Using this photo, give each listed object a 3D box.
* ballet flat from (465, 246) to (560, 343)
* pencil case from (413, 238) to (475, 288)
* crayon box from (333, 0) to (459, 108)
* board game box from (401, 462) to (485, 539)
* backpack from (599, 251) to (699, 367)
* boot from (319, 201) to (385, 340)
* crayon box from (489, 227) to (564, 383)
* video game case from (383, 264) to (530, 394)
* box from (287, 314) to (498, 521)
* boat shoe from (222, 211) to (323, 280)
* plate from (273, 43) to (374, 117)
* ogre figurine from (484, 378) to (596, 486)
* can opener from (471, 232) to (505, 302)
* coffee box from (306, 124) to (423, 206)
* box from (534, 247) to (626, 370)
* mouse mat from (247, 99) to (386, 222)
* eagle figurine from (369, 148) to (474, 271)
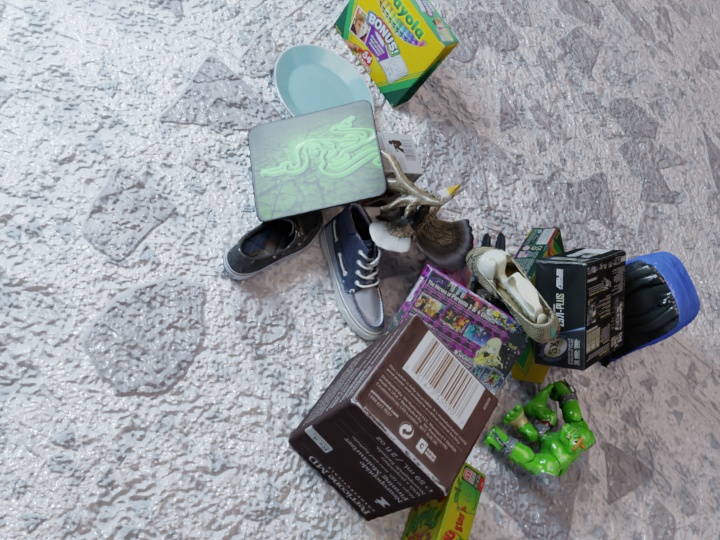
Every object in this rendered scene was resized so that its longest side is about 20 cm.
[{"bbox_3d":[0.227,0.019,1.093,0.067,0.076,0.201,-33,58,-6],"label":"ballet flat"},{"bbox_3d":[0.133,0.028,1.195,0.087,0.087,0.202,35,53,-11],"label":"pencil case"},{"bbox_3d":[0.061,-0.435,1.338,0.058,0.172,0.201,-32,84,-39],"label":"crayon box"},{"bbox_3d":[0.098,0.364,0.980,0.047,0.102,0.202,33,52,-10],"label":"board game box"},{"bbox_3d":[0.516,0.053,1.350,0.166,0.200,0.164,-20,76,-38],"label":"backpack"},{"bbox_3d":[0.000,0.000,1.119,0.072,0.090,0.203,-14,73,-36],"label":"boot"},{"bbox_3d":[0.300,0.056,1.241,0.201,0.058,0.174,-51,129,-39],"label":"crayon box"},{"bbox_3d":[0.135,0.119,1.105,0.198,0.183,0.036,30,8,-15],"label":"video game case"},{"bbox_3d":[0.041,0.199,0.968,0.166,0.200,0.165,44,51,-4],"label":"box"},{"bbox_3d":[-0.119,-0.055,1.088,0.199,0.066,0.070,-30,83,-39],"label":"boat shoe"},{"bbox_3d":[-0.065,-0.309,1.285,0.197,0.026,0.203,16,57,-25],"label":"plate"},{"bbox_3d":[0.302,0.262,1.176,0.120,0.099,0.198,48,32,22],"label":"ogre figurine"},{"bbox_3d":[0.226,0.014,1.287,0.062,0.079,0.203,-1,55,11],"label":"can opener"},{"bbox_3d":[-0.014,-0.165,1.184,0.197,0.113,0.081,-2,66,-32],"label":"coffee box"},{"bbox_3d":[0.359,0.056,1.189,0.199,0.085,0.167,-13,103,-52],"label":"box"},{"bbox_3d":[-0.067,-0.163,1.078,0.196,0.008,0.164,-12,70,4],"label":"mouse mat"},{"bbox_3d":[0.097,-0.082,1.131,0.148,0.200,0.155,-5,71,10],"label":"eagle figurine"}]
